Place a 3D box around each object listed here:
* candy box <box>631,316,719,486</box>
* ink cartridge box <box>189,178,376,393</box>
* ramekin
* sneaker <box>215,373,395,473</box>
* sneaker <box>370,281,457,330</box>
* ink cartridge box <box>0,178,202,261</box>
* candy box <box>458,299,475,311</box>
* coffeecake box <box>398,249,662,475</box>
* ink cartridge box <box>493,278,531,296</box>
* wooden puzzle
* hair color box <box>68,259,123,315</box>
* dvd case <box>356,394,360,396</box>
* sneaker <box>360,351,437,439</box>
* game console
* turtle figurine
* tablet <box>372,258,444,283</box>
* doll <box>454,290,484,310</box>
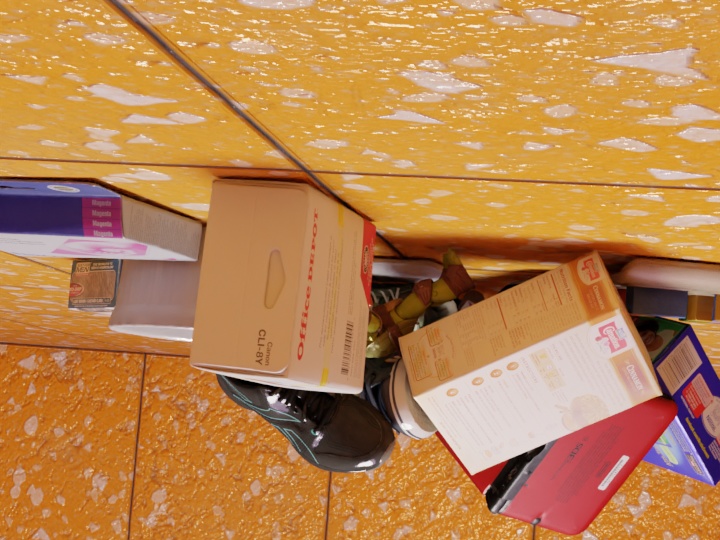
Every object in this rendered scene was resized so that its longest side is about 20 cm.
[{"bbox_3d":[0.301,0.125,1.601,0.199,0.077,0.170,14,142,58],"label":"candy box"},{"bbox_3d":[-0.056,0.017,1.179,0.082,0.147,0.200,4,173,16],"label":"ink cartridge box"},{"bbox_3d":[-0.141,0.018,1.441,0.197,0.099,0.201,5,173,1],"label":"ramekin"},{"bbox_3d":[-0.060,0.120,1.349,0.198,0.076,0.079,26,165,22],"label":"sneaker"},{"bbox_3d":[0.025,0.037,1.556,0.089,0.068,0.199,-11,166,36],"label":"sneaker"},{"bbox_3d":[-0.265,-0.041,1.284,0.194,0.044,0.200,3,174,20],"label":"ink cartridge box"},{"bbox_3d":[0.143,0.127,1.677,0.061,0.137,0.199,43,-172,37],"label":"candy box"},{"bbox_3d":[0.157,0.088,1.362,0.198,0.074,0.154,-24,138,11],"label":"coffeecake box"},{"bbox_3d":[0.220,0.100,1.563,0.039,0.201,0.099,-37,-172,-20],"label":"ink cartridge box"},{"bbox_3d":[0.314,0.028,1.437,0.182,0.047,0.200,6,173,-6],"label":"wooden puzzle"},{"bbox_3d":[-0.237,0.030,1.768,0.099,0.061,0.198,-3,169,45],"label":"hair color box"},{"bbox_3d":[0.075,0.110,1.833,0.144,0.201,0.022,2,129,25],"label":"dvd case"},{"bbox_3d":[0.035,0.119,1.431,0.078,0.079,0.200,-20,-173,13],"label":"sneaker"},{"bbox_3d":[0.197,0.150,1.530,0.170,0.201,0.119,19,-148,-21],"label":"game console"},{"bbox_3d":[0.029,0.043,1.377,0.160,0.065,0.200,-33,163,-3],"label":"turtle figurine"},{"bbox_3d":[0.000,0.000,1.559,0.197,0.014,0.130,3,173,20],"label":"tablet"},{"bbox_3d":[0.094,0.050,1.755,0.134,0.049,0.200,14,171,-1],"label":"doll"}]
